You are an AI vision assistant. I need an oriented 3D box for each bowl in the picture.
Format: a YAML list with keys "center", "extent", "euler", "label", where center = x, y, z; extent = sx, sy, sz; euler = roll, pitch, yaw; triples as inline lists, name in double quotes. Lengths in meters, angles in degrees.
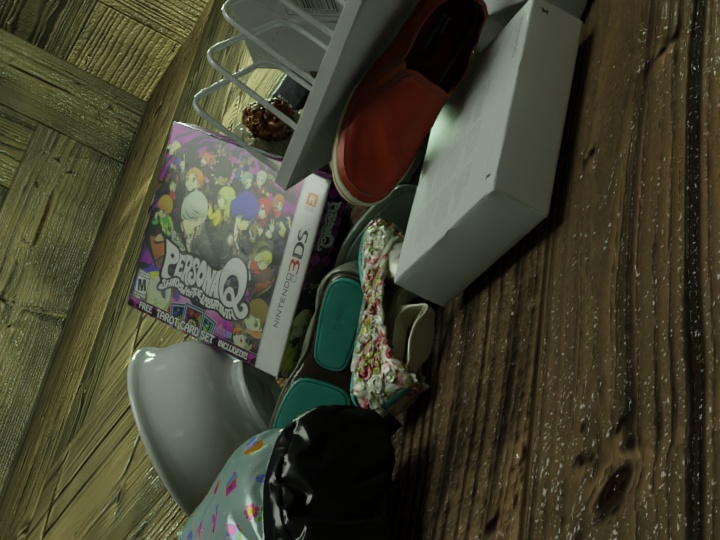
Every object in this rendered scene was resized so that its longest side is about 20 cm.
- center: [-0.118, 0.140, 1.325]
  extent: [0.090, 0.201, 0.201]
  euler: [-28, 26, 12]
  label: "bowl"

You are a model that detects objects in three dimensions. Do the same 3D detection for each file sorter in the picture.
- center: [-0.039, -0.199, 1.209]
  extent: [0.139, 0.124, 0.200]
  euler: [-37, -22, -49]
  label: "file sorter"

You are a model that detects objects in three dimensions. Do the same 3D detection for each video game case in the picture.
- center: [-0.113, -0.022, 1.316]
  extent: [0.200, 0.036, 0.182]
  euler: [23, 101, 35]
  label: "video game case"

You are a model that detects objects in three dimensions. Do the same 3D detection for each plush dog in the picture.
- center: [-0.084, -0.075, 1.402]
  extent: [0.200, 0.160, 0.173]
  euler: [75, -166, -76]
  label: "plush dog"

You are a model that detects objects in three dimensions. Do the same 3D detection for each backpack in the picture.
- center: [-0.055, 0.202, 1.072]
  extent: [0.200, 0.126, 0.167]
  euler: [-53, 22, 45]
  label: "backpack"

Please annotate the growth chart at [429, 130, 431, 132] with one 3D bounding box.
- center: [0.038, -0.160, 1.354]
  extent: [0.145, 0.018, 0.200]
  euler: [-37, 29, -7]
  label: "growth chart"

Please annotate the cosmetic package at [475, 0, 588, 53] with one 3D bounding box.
- center: [0.156, -0.275, 1.265]
  extent: [0.151, 0.052, 0.200]
  euler: [-68, 16, -7]
  label: "cosmetic package"

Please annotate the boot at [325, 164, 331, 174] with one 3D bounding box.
- center: [-0.064, -0.023, 1.555]
  extent: [0.188, 0.068, 0.200]
  euler: [-50, 22, 41]
  label: "boot"

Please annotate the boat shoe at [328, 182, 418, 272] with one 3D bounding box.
- center: [0.000, 0.000, 1.299]
  extent: [0.200, 0.075, 0.060]
  euler: [-58, 23, 20]
  label: "boat shoe"

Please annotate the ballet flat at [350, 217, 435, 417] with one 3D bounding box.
- center: [0.035, 0.032, 1.173]
  extent: [0.064, 0.076, 0.201]
  euler: [-27, 43, 33]
  label: "ballet flat"

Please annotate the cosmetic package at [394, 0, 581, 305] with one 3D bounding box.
- center: [0.100, -0.092, 1.134]
  extent: [0.151, 0.052, 0.201]
  euler: [-48, 22, 52]
  label: "cosmetic package"

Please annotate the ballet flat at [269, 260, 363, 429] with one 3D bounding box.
- center: [-0.025, 0.085, 1.264]
  extent: [0.064, 0.067, 0.201]
  euler: [-48, -22, -72]
  label: "ballet flat"

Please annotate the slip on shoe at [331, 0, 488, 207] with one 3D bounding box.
- center: [0.039, -0.142, 1.170]
  extent: [0.200, 0.074, 0.061]
  euler: [-59, 17, 0]
  label: "slip on shoe"

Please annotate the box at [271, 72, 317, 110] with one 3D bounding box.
- center: [-0.003, -0.256, 1.613]
  extent: [0.200, 0.036, 0.143]
  euler: [-34, -15, -52]
  label: "box"

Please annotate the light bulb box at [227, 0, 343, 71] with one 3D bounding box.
- center: [0.004, -0.296, 1.408]
  extent: [0.198, 0.125, 0.200]
  euler: [8, 48, 31]
  label: "light bulb box"

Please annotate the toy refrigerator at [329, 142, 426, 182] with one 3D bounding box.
- center: [0.011, -0.148, 1.493]
  extent: [0.070, 0.076, 0.200]
  euler: [-58, 18, 22]
  label: "toy refrigerator"
